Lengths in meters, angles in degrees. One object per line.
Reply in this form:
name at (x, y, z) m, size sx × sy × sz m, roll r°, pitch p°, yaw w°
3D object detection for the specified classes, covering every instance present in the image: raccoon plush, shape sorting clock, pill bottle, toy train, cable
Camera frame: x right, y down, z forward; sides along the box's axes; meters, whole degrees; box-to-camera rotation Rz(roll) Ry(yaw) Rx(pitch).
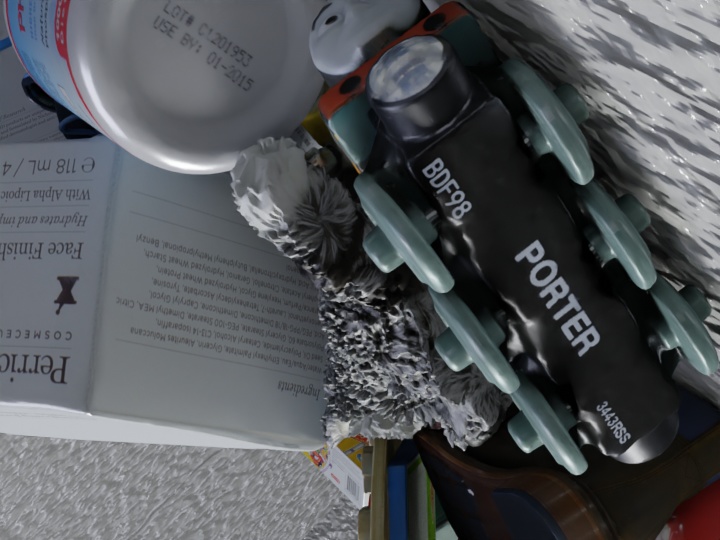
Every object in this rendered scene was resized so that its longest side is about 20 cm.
raccoon plush at (-0.008, 0.005, 0.795) m, size 0.133 × 0.097 × 0.200 m, roll -10°, pitch 132°, yaw 47°
shape sorting clock at (0.014, 0.160, 0.913) m, size 0.200 × 0.039 × 0.203 m, roll -2°, pitch -90°, yaw -81°
pill bottle at (-0.094, -0.113, 0.784) m, size 0.109 × 0.109 × 0.200 m, roll 49°, pitch 172°, yaw -26°
toy train at (0.048, -0.014, 0.624) m, size 0.200 × 0.085 × 0.114 m, roll 52°, pitch -179°, yaw -39°
cable at (0.012, -0.038, 0.914) m, size 0.097 × 0.050 × 0.200 m, roll 50°, pitch -175°, yaw 16°

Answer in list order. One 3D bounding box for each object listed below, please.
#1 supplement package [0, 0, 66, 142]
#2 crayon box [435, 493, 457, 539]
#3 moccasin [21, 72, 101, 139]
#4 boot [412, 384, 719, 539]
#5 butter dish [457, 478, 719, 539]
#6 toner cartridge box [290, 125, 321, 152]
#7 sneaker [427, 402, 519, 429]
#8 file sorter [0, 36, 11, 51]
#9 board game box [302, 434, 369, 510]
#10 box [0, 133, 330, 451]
supplement package at (-0.225, -0.080, 1.173) m, size 0.147 × 0.189 × 0.202 m, roll 54°, pitch -164°, yaw -63°
crayon box at (0.096, 0.143, 1.139) m, size 0.126 × 0.051 × 0.200 m, roll 48°, pitch -159°, yaw -17°
moccasin at (-0.127, -0.084, 0.966) m, size 0.081 × 0.068 × 0.200 m, roll 51°, pitch 171°, yaw -26°
boot at (0.093, 0.090, 0.813) m, size 0.075 × 0.096 × 0.200 m, roll 64°, pitch 167°, yaw -13°
butter dish at (0.136, 0.203, 0.839) m, size 0.147 × 0.202 × 0.199 m, roll 25°, pitch 155°, yaw -31°
toner cartridge box at (-0.098, -0.124, 1.025) m, size 0.200 × 0.043 × 0.095 m, roll 40°, pitch 169°, yaw 45°
sneaker at (0.052, 0.029, 0.934) m, size 0.116 × 0.076 × 0.200 m, roll 53°, pitch 161°, yaw -17°
file sorter at (-0.253, -0.207, 0.921) m, size 0.139 × 0.122 × 0.201 m, roll 72°, pitch 172°, yaw -75°
board game box at (0.003, 0.092, 1.329) m, size 0.200 × 0.133 × 0.035 m, roll 39°, pitch 134°, yaw 45°
box at (-0.144, 0.017, 0.923) m, size 0.197 × 0.132 × 0.199 m, roll 0°, pitch 170°, yaw 31°
